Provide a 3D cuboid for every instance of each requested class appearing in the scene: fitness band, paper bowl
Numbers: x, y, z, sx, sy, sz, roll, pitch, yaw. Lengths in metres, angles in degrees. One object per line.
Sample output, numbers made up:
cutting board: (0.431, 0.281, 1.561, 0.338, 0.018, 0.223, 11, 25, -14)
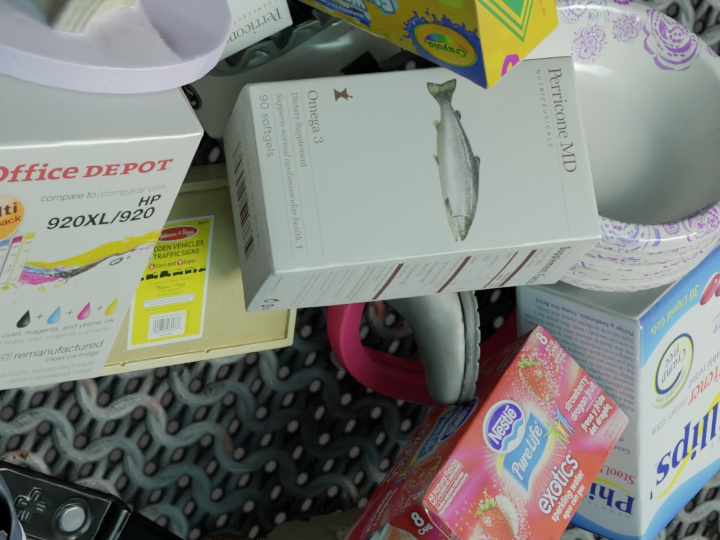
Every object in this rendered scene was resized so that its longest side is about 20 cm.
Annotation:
fitness band: (0.056, 0.020, 1.859, 0.200, 0.037, 0.144, 17, 109, -46)
paper bowl: (0.152, -0.076, 1.806, 0.200, 0.201, 0.104, -20, 157, -28)

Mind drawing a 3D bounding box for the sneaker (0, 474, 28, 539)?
sneaker: (-0.228, 0.188, 1.673, 0.075, 0.085, 0.201, -26, 107, -4)

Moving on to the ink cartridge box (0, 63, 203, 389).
ink cartridge box: (-0.204, -0.051, 1.526, 0.147, 0.145, 0.200, -6, 139, -34)

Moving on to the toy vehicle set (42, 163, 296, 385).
toy vehicle set: (-0.125, -0.001, 1.733, 0.199, 0.026, 0.125, -8, 116, -35)

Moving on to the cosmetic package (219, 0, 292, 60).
cosmetic package: (-0.124, -0.214, 1.590, 0.113, 0.081, 0.201, -30, 126, -16)

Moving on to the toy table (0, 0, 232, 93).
toy table: (-0.148, -0.179, 1.446, 0.199, 0.184, 0.117, 2, 138, -29)

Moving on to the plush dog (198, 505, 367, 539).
plush dog: (-0.033, 0.262, 1.860, 0.160, 0.200, 0.173, 0, 105, -1)

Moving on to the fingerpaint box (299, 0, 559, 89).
fingerpaint box: (0.012, -0.220, 1.588, 0.073, 0.200, 0.167, -42, 141, -28)

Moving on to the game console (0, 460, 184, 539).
game console: (-0.194, 0.246, 1.743, 0.175, 0.116, 0.201, 23, 96, -42)

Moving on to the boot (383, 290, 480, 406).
boot: (0.000, 0.000, 1.745, 0.131, 0.070, 0.201, -13, 102, -11)

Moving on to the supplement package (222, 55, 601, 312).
supplement package: (0.028, -0.051, 1.637, 0.199, 0.117, 0.118, -6, 78, -11)

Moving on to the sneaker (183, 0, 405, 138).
sneaker: (-0.020, -0.139, 1.720, 0.199, 0.074, 0.089, -18, 129, -17)

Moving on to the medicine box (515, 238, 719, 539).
medicine box: (0.201, 0.057, 1.917, 0.182, 0.103, 0.201, -40, 137, -39)

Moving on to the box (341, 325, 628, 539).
box: (0.080, 0.140, 1.782, 0.096, 0.100, 0.200, 47, 43, -8)
